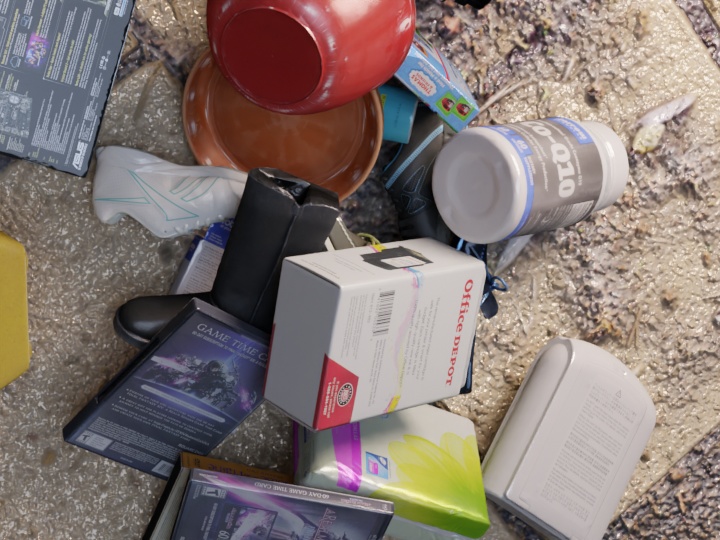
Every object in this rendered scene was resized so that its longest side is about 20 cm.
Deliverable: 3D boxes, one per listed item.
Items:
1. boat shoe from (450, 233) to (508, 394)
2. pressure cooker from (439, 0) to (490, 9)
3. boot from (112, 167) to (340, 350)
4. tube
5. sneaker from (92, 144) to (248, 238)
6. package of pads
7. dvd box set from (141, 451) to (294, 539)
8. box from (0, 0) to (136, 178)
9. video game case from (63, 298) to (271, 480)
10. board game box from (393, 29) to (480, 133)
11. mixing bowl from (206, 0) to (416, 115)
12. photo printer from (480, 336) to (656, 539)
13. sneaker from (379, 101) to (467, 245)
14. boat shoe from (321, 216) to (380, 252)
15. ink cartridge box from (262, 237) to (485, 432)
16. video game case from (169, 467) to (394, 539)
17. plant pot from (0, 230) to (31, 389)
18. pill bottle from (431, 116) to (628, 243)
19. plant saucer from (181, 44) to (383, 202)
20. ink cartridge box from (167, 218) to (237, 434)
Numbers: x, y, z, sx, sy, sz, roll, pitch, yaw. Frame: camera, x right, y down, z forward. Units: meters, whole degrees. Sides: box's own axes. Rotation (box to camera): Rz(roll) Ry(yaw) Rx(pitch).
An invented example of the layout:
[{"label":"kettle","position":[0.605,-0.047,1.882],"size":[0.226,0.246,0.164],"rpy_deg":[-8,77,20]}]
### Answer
[{"label":"boat shoe","position":[0.113,0.032,1.591],"size":[0.068,0.084,0.201],"rpy_deg":[14,109,1]},{"label":"pressure cooker","position":[0.101,-0.351,1.459],"size":[0.199,0.176,0.179],"rpy_deg":[27,130,-9]},{"label":"boot","position":[-0.126,-0.007,1.432],"size":[0.164,0.066,0.201],"rpy_deg":[10,128,-27]},{"label":"tube","position":[-0.043,-0.173,1.513],"size":[0.199,0.050,0.078],"rpy_deg":[13,89,2]},{"label":"sneaker","position":[-0.164,-0.065,1.473],"size":[0.199,0.070,0.081],"rpy_deg":[10,84,4]},{"label":"package of pads","position":[0.028,0.193,1.549],"size":[0.199,0.155,0.068],"rpy_deg":[20,124,-18]},{"label":"dvd box set","position":[-0.111,0.264,1.549],"size":[0.199,0.029,0.147],"rpy_deg":[15,123,-18]},{"label":"box","position":[-0.311,-0.205,1.442],"size":[0.159,0.044,0.201],"rpy_deg":[15,94,-18]},{"label":"video game case","position":[-0.169,0.120,1.465],"size":[0.142,0.019,0.200],"rpy_deg":[29,116,-39]},{"label":"board game box","position":[0.026,-0.231,1.482],"size":[0.200,0.151,0.037],"rpy_deg":[42,104,-18]},{"label":"mixing bowl","position":[-0.059,-0.214,1.349],"size":[0.199,0.109,0.201],"rpy_deg":[11,129,14]},{"label":"photo printer","position":[0.225,0.181,1.624],"size":[0.166,0.069,0.201],"rpy_deg":[35,76,-32]},{"label":"sneaker","position":[0.057,-0.074,1.567],"size":[0.081,0.073,0.202],"rpy_deg":[8,90,-2]},{"label":"boat shoe","position":[-0.001,-0.001,1.533],"size":[0.060,0.072,0.202],"rpy_deg":[-34,126,-7]},{"label":"ink cartridge box","position":[0.015,0.057,1.453],"size":[0.199,0.083,0.147],"rpy_deg":[-9,116,-44]},{"label":"video game case","position":[-0.081,0.255,1.489],"size":[0.199,0.019,0.143],"rpy_deg":[12,136,-9]},{"label":"plant pot","position":[-0.407,0.033,1.379],"size":[0.199,0.195,0.196],"rpy_deg":[-4,100,-22]},{"label":"pill bottle","position":[0.176,-0.095,1.532],"size":[0.199,0.113,0.115],"rpy_deg":[-13,104,-45]},{"label":"plant saucer","position":[-0.075,-0.151,1.486],"size":[0.199,0.032,0.202],"rpy_deg":[5,118,9]},{"label":"ink cartridge box","position":[-0.140,0.051,1.534],"size":[0.119,0.042,0.201],"rpy_deg":[25,94,-18]}]
